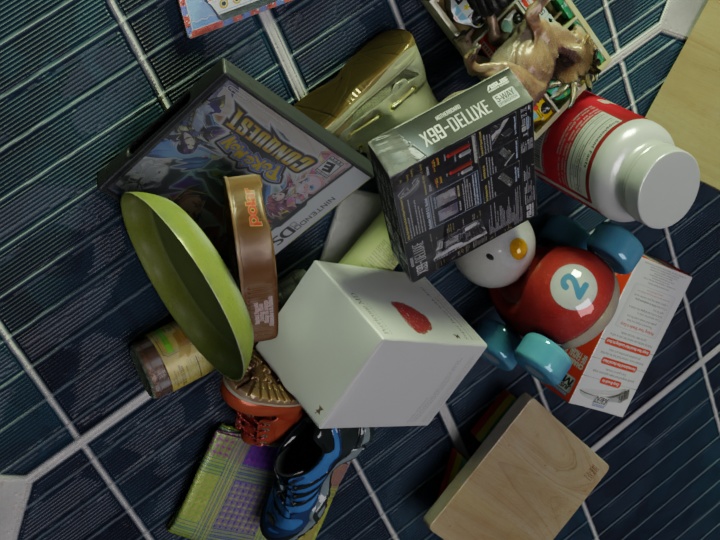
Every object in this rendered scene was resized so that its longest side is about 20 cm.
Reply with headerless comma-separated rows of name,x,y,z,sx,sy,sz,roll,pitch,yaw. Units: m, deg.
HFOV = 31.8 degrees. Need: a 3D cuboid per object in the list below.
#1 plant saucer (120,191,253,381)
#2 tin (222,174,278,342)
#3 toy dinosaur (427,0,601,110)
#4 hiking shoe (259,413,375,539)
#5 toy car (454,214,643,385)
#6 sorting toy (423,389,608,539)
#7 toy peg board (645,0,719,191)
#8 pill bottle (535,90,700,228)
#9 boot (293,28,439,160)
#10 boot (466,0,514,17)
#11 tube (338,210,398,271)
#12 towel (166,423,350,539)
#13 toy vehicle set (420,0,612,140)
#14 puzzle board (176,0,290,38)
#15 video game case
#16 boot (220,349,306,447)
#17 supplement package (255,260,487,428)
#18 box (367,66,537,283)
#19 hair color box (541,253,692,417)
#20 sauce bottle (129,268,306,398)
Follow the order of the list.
plant saucer,-0.154,0.009,1.164,0.031,0.199,0.202,-33,126,-20
tin,-0.101,-0.008,1.178,0.041,0.113,0.201,-5,151,-6
toy dinosaur,0.168,-0.200,1.276,0.200,0.086,0.136,-44,113,-11
hiking shoe,-0.069,0.214,1.353,0.086,0.075,0.201,3,126,-46
toy car,0.173,-0.011,1.397,0.200,0.176,0.185,41,78,-26
sorting toy,0.185,0.266,1.589,0.199,0.069,0.200,-51,129,-1
toy peg board,0.460,-0.184,1.475,0.097,0.199,0.201,17,103,-51
pill bottle,0.268,-0.121,1.371,0.111,0.200,0.114,-14,120,-26
boot,0.006,-0.126,1.288,0.200,0.072,0.155,-42,130,-8
boot,0.141,-0.371,1.224,0.157,0.080,0.211,40,99,-18
tube,0.000,0.000,1.361,0.058,0.052,0.201,39,93,-8
towel,-0.109,0.253,1.428,0.198,0.023,0.145,18,103,-36
toy vehicle set,0.166,-0.252,1.329,0.124,0.026,0.200,-46,117,-5
puzzle board,-0.088,-0.317,1.169,0.198,0.017,0.152,-25,123,-20
video game case,-0.117,-0.090,1.201,0.180,0.026,0.199,-36,134,26
boot,-0.099,0.143,1.315,0.108,0.075,0.199,-49,158,12
supplement package,0.014,0.079,1.310,0.199,0.121,0.120,7,125,-54
box,0.097,-0.088,1.252,0.156,0.050,0.201,-28,149,-7
hair color box,0.320,0.074,1.586,0.110,0.064,0.202,17,101,-38
sauce bottle,-0.137,0.059,1.291,0.198,0.065,0.065,-28,125,-20
